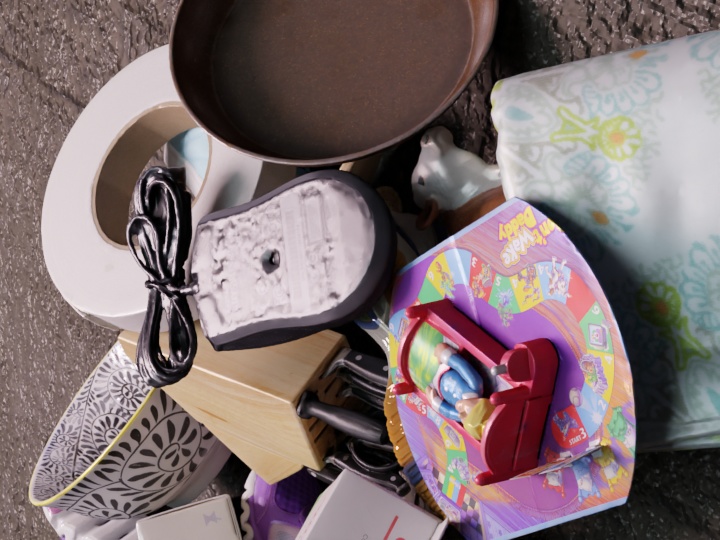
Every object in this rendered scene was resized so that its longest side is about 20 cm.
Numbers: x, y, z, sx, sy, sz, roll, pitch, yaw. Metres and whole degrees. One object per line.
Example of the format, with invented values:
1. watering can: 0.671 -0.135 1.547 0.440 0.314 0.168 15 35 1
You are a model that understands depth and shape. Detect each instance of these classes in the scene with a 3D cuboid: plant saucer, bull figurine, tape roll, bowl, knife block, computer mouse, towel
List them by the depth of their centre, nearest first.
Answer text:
1. towel: 0.156 -0.011 0.753 0.171 0.048 0.201 -9 89 27
2. bull figurine: 0.101 -0.001 0.862 0.121 0.065 0.201 -30 78 44
3. computer mouse: -0.051 -0.006 0.916 0.199 0.053 0.139 -10 78 37
4. plant saucer: -0.014 -0.140 0.920 0.200 0.200 0.035 54 174 31
5. knife block: -0.045 0.068 0.999 0.200 0.064 0.176 43 149 -5
6. tape roll: -0.131 -0.057 1.037 0.202 0.037 0.204 -16 61 31
7. bowl: -0.151 0.117 1.165 0.094 0.201 0.201 39 145 -18

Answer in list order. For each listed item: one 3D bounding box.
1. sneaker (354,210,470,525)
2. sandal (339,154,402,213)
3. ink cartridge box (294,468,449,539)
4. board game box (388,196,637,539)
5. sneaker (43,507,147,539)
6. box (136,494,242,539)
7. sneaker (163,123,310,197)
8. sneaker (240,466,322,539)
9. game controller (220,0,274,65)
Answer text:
1. sneaker: 0.057 0.051 0.910 0.075 0.088 0.201 -39 60 43
2. sandal: 0.003 -0.003 1.009 0.069 0.078 0.212 33 136 7
3. ink cartridge box: -0.014 0.185 0.910 0.067 0.117 0.200 29 164 1
4. board game box: 0.056 0.058 0.788 0.200 0.039 0.159 -33 71 55
5. sneaker: -0.185 0.250 1.273 0.200 0.080 0.089 48 152 25
6. box: -0.119 0.210 1.120 0.200 0.068 0.083 118 137 -78
7. sneaker: -0.084 -0.089 1.073 0.200 0.074 0.082 32 125 49
8. sneaker: -0.015 0.212 1.054 0.088 0.080 0.201 -36 63 34
9. game controller: -0.063 -0.158 1.019 0.042 0.104 0.200 -35 64 11
